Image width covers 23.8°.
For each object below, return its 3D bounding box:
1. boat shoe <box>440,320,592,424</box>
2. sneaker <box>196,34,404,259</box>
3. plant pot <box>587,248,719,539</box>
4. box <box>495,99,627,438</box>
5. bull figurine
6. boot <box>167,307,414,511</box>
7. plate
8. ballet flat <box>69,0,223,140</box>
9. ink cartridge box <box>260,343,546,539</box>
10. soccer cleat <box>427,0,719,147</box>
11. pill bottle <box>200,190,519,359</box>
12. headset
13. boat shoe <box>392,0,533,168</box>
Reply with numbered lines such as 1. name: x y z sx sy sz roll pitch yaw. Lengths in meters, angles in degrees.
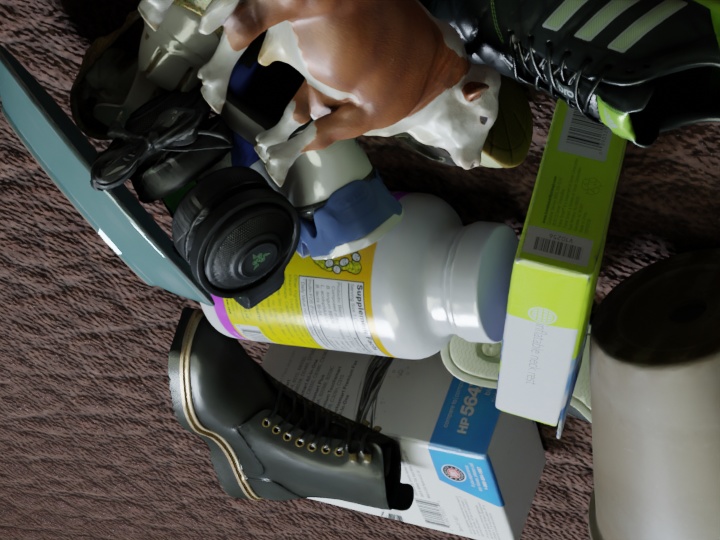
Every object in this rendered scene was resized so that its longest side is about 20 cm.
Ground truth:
1. boat shoe: 0.146 0.061 1.148 0.198 0.073 0.068 19 -169 -8
2. sneaker: -0.051 -0.085 0.997 0.199 0.080 0.116 21 134 59
3. plant pot: 0.214 0.091 1.020 0.198 0.200 0.175 -1 125 36
4. box: 0.116 -0.001 0.982 0.047 0.123 0.201 13 151 8
5. bull figurine: -0.012 -0.103 0.812 0.200 0.121 0.065 50 -177 -45
6. boot: -0.044 0.098 1.182 0.137 0.078 0.201 6 150 21
7. plate: -0.157 -0.050 0.995 0.201 0.026 0.200 51 178 3
8. ballet flat: -0.115 -0.125 0.993 0.070 0.071 0.199 33 150 -20
9. ink cartridge box: 0.028 0.124 1.299 0.198 0.085 0.147 11 149 23
10. soccer cleat: 0.119 -0.106 0.842 0.198 0.082 0.068 9 149 24
11. pill bottle: 0.000 0.000 1.086 0.198 0.105 0.105 5 148 28
12. headset: -0.097 -0.039 0.925 0.124 0.094 0.200 53 167 13
13. boat shoe: 0.009 -0.113 0.918 0.200 0.074 0.064 39 142 -29
